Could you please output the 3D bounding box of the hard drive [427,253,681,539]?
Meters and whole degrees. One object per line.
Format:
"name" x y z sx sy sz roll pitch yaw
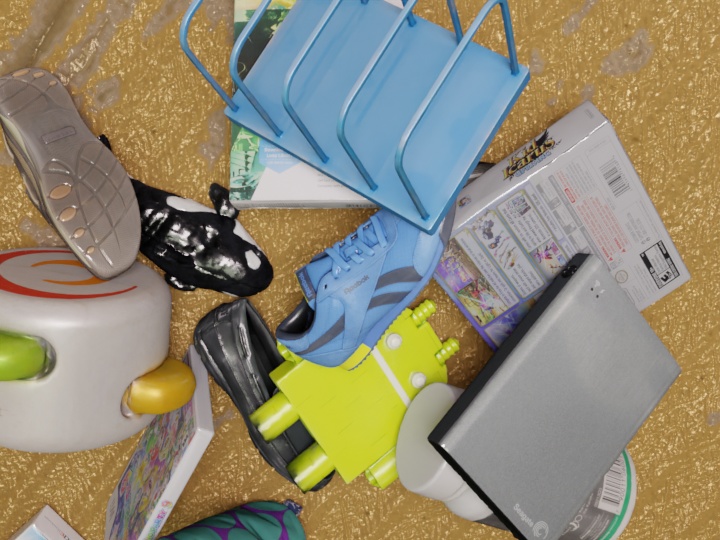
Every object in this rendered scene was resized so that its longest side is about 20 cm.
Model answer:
"hard drive" 0.161 0.107 0.690 0.200 0.033 0.140 -47 109 -15

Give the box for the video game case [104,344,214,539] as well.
"video game case" -0.190 0.186 0.788 0.018 0.144 0.202 23 107 -23

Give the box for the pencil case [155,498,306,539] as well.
"pencil case" -0.120 0.268 0.781 0.091 0.199 0.087 16 93 23

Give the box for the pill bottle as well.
"pill bottle" 0.138 0.174 0.762 0.198 0.113 0.114 22 107 -22

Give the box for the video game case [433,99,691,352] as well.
"video game case" 0.164 -0.014 0.730 0.180 0.046 0.200 -35 126 10

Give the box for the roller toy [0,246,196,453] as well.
"roller toy" -0.256 0.068 0.737 0.197 0.182 0.142 -2 109 -33

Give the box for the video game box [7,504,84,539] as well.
"video game box" -0.336 0.375 0.899 0.199 0.047 0.182 -40 103 12

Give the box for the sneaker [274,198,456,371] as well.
"sneaker" 0.000 0.000 0.667 0.078 0.066 0.201 20 124 -25

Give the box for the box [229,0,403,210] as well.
"box" -0.033 -0.152 0.700 0.142 0.036 0.204 -1 81 2

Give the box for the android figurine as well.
"android figurine" 0.002 0.107 0.780 0.199 0.041 0.184 -35 107 -11

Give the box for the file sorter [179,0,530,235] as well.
"file sorter" -0.005 -0.147 0.597 0.198 0.123 0.140 31 85 21

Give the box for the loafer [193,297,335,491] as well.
"loafer" -0.079 0.118 0.800 0.070 0.068 0.202 -28 100 25

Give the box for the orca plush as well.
"orca plush" -0.166 -0.039 0.758 0.105 0.071 0.201 -38 101 12

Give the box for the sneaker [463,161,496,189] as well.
"sneaker" 0.028 -0.104 0.738 0.196 0.079 0.097 4 92 -2

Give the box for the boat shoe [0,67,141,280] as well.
"boat shoe" -0.248 -0.078 0.733 0.074 0.073 0.202 -22 76 -29
